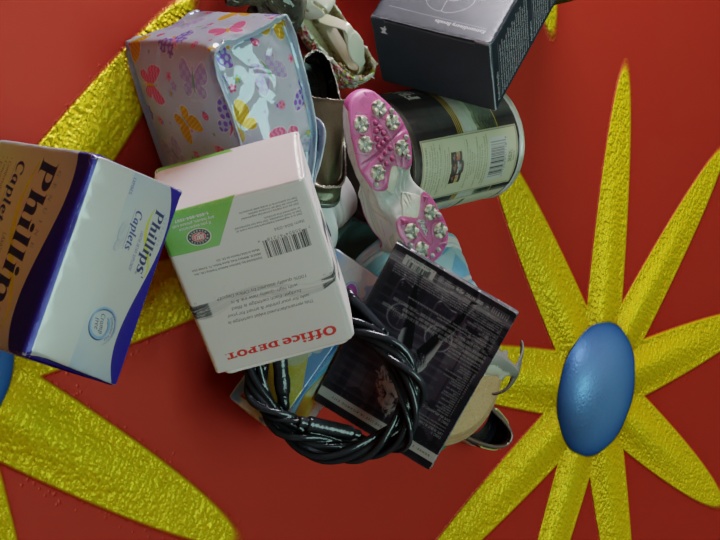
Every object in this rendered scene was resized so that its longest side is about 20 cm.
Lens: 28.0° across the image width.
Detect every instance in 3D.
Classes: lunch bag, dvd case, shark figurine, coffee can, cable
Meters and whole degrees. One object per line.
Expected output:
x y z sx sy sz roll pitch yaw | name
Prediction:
-0.128 -0.153 1.458 0.126 0.169 0.202 -29 116 -33 | lunch bag
0.057 0.092 1.535 0.202 0.148 0.016 -62 174 17 | dvd case
0.119 0.080 1.624 0.212 0.128 0.091 10 75 -25 | shark figurine
0.076 -0.141 1.690 0.199 0.145 0.149 -15 108 -44 | coffee can
-0.026 0.120 1.504 0.163 0.051 0.200 -42 91 -3 | cable

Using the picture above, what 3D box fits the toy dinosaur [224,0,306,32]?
-0.096 -0.294 1.498 0.101 0.077 0.203 -12 79 -13 | toy dinosaur

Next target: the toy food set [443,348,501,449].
0.096 0.122 1.777 0.197 0.048 0.202 27 74 -30 | toy food set

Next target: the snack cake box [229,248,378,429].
-0.050 0.086 1.595 0.201 0.067 0.115 -55 162 -6 | snack cake box

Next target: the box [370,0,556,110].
0.124 -0.303 1.641 0.201 0.147 0.108 -59 155 -29 | box

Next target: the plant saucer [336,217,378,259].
0.000 0.000 1.717 0.199 0.036 0.203 -11 106 -45 | plant saucer

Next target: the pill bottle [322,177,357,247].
-0.094 -0.033 1.558 0.200 0.111 0.113 -45 126 -30 | pill bottle

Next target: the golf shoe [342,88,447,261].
0.019 -0.096 1.547 0.075 0.091 0.202 -31 107 -29 | golf shoe

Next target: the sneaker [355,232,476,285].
0.082 0.020 1.671 0.199 0.079 0.132 -2 58 -56 | sneaker

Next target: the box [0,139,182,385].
-0.282 -0.012 1.301 0.104 0.199 0.186 25 79 -44 | box

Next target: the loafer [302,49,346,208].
-0.052 -0.156 1.543 0.074 0.070 0.202 5 53 -21 | loafer

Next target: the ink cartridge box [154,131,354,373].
-0.100 -0.014 1.385 0.144 0.084 0.202 -14 128 3 | ink cartridge box

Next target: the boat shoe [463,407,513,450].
0.126 0.178 1.863 0.200 0.059 0.073 39 71 -43 | boat shoe

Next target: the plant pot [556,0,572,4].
0.251 -0.416 1.788 0.199 0.192 0.203 -11 106 -44 | plant pot

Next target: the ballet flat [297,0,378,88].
-0.041 -0.281 1.602 0.200 0.063 0.076 48 65 -39 | ballet flat
